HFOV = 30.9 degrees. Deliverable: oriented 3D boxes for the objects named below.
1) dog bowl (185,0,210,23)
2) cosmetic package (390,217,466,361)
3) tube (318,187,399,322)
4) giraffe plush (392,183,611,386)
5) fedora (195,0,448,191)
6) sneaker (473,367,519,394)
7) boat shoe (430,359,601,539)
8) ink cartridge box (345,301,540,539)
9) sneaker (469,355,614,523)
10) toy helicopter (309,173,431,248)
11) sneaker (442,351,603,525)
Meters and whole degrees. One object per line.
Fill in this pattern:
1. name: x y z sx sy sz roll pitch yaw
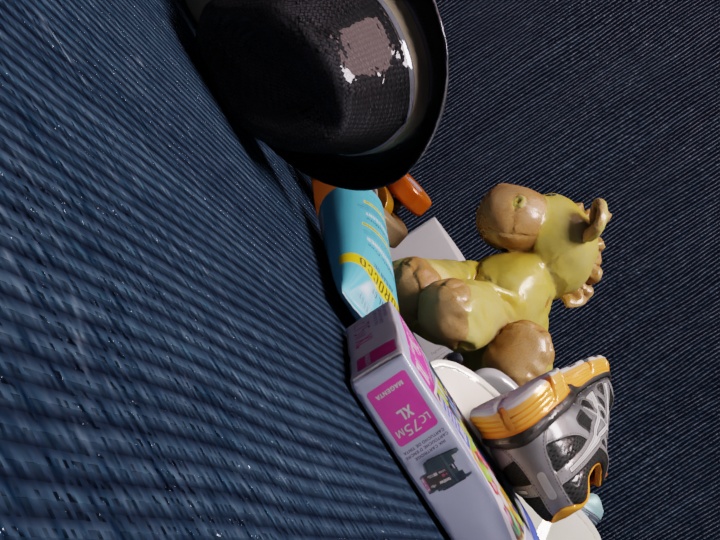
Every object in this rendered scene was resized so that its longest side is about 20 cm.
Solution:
1. dog bowl: -0.046 -0.231 0.980 0.198 0.079 0.202 25 -40 23
2. cosmetic package: 0.099 0.062 1.303 0.202 0.084 0.108 62 8 28
3. tube: 0.000 0.000 0.904 0.078 0.050 0.201 48 13 -23
4. giraffe plush: 0.126 0.005 1.037 0.199 0.163 0.172 34 -4 -35
5. fedora: -0.040 -0.140 0.871 0.091 0.200 0.202 -23 79 -52
6. sneaker: 0.117 0.139 0.990 0.100 0.070 0.202 -91 158 -61
7. boat shoe: 0.087 0.146 0.888 0.201 0.073 0.061 50 -37 -17
8. ink cartridge box: 0.059 0.120 0.750 0.202 0.042 0.119 59 4 -11
9. sneaker: 0.122 0.104 0.807 0.078 0.078 0.199 64 21 8
10. toy helicopter: -0.034 -0.097 1.113 0.200 0.079 0.132 49 12 10
11. sneaker: 0.137 0.148 1.116 0.201 0.086 0.078 61 5 24
